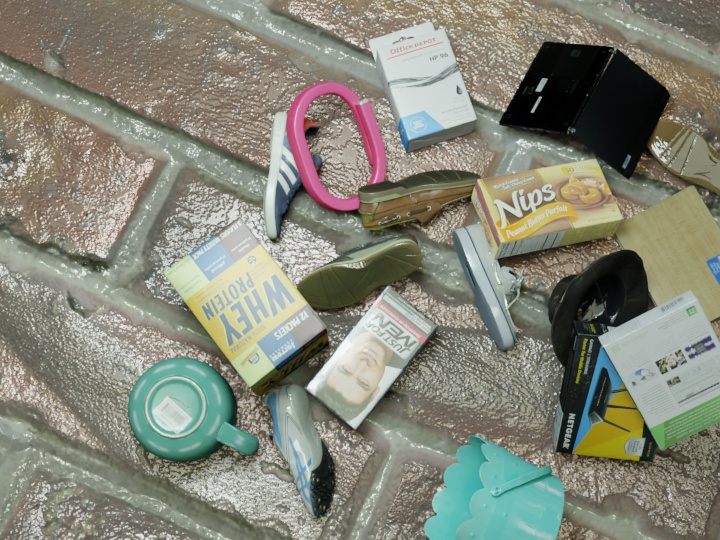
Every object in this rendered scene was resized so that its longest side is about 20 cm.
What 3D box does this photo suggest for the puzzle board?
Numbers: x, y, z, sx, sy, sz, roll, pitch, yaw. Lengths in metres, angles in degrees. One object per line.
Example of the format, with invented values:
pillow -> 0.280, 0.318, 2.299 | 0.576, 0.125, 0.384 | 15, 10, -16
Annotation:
puzzle board -> 0.503, -0.013, 1.669 | 0.151, 0.017, 0.200 | -27, 81, -7

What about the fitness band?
fitness band -> -0.035, -0.189, 1.644 | 0.144, 0.037, 0.200 | -26, 106, -26

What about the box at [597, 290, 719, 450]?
box -> 0.441, 0.142, 1.500 | 0.144, 0.036, 0.200 | -28, 110, 11

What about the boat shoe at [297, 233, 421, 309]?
boat shoe -> 0.000, -0.001, 1.638 | 0.201, 0.066, 0.072 | -23, 110, 14

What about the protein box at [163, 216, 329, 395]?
protein box -> -0.159, 0.059, 1.555 | 0.135, 0.199, 0.200 | -38, 82, -7

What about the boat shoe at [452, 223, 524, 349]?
boat shoe -> 0.214, 0.017, 1.637 | 0.086, 0.075, 0.202 | -18, 70, -8

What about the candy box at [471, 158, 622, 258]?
candy box -> 0.283, -0.095, 1.634 | 0.200, 0.055, 0.115 | -11, 62, -11

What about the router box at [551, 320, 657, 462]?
router box -> 0.370, 0.177, 1.563 | 0.149, 0.051, 0.200 | 5, 114, 0

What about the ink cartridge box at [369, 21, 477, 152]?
ink cartridge box -> 0.095, -0.302, 1.694 | 0.116, 0.068, 0.200 | -18, 79, -4

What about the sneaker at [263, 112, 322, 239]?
sneaker -> -0.103, -0.145, 1.661 | 0.084, 0.075, 0.200 | 7, 84, -8

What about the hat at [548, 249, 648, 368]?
hat -> 0.340, 0.050, 1.615 | 0.201, 0.201, 0.081 | -49, 39, -9

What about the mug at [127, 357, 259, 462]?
mug -> -0.246, 0.202, 1.569 | 0.185, 0.114, 0.152 | -5, 79, -1

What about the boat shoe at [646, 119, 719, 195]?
boat shoe -> 0.534, -0.164, 1.682 | 0.200, 0.063, 0.073 | 37, 96, 9

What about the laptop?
laptop -> 0.353, -0.256, 1.686 | 0.200, 0.103, 0.177 | 14, 64, 36

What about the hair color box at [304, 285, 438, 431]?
hair color box -> 0.017, 0.133, 1.613 | 0.099, 0.061, 0.200 | 38, 82, 6

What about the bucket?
bucket -> 0.186, 0.345, 1.507 | 0.135, 0.207, 0.207 | 24, 80, -6

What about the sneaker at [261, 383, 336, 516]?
sneaker -> -0.091, 0.268, 1.590 | 0.072, 0.072, 0.200 | -19, 85, 30

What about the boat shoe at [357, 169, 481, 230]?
boat shoe -> 0.091, -0.109, 1.663 | 0.200, 0.072, 0.068 | -10, 111, -11
